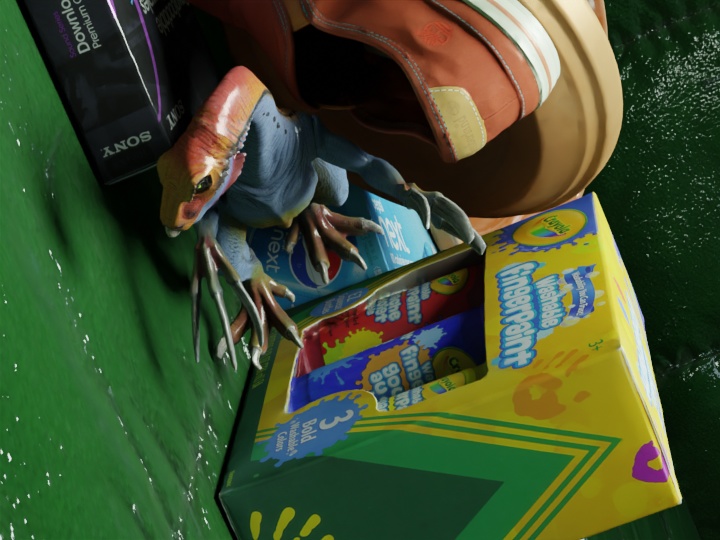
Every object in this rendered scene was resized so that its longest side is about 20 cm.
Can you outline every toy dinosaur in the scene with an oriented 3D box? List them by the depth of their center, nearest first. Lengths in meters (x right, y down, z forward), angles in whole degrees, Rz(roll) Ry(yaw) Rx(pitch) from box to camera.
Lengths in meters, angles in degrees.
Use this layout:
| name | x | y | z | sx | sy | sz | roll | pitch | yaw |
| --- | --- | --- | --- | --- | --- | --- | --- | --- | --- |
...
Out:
| name | x | y | z | sx | sy | sz | roll | pitch | yaw |
| --- | --- | --- | --- | --- | --- | --- | --- | --- | --- |
| toy dinosaur | -0.051 | -0.033 | 0.825 | 0.200 | 0.105 | 0.182 | 45 | -12 | 32 |

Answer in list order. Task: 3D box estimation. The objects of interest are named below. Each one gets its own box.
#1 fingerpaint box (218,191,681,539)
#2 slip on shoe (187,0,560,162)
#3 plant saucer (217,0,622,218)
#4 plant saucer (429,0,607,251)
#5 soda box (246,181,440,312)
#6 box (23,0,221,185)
| name | x | y | z | sx | sy | sz | roll | pitch | yaw |
| --- | --- | --- | --- | --- | --- | --- | --- | --- | --- |
| fingerpaint box | 0.038 | 0.053 | 0.906 | 0.200 | 0.166 | 0.074 | -79 | 147 | -70 |
| slip on shoe | -0.015 | -0.095 | 0.832 | 0.199 | 0.061 | 0.074 | 29 | -24 | 38 |
| plant saucer | 0.015 | -0.090 | 0.924 | 0.038 | 0.199 | 0.201 | -55 | 135 | -30 |
| plant saucer | 0.083 | -0.094 | 1.210 | 0.200 | 0.032 | 0.202 | -31 | 126 | -54 |
| soda box | 0.000 | 0.000 | 1.107 | 0.200 | 0.064 | 0.068 | 11 | 59 | -78 |
| box | -0.114 | -0.146 | 0.860 | 0.143 | 0.036 | 0.201 | -77 | 148 | -72 |
